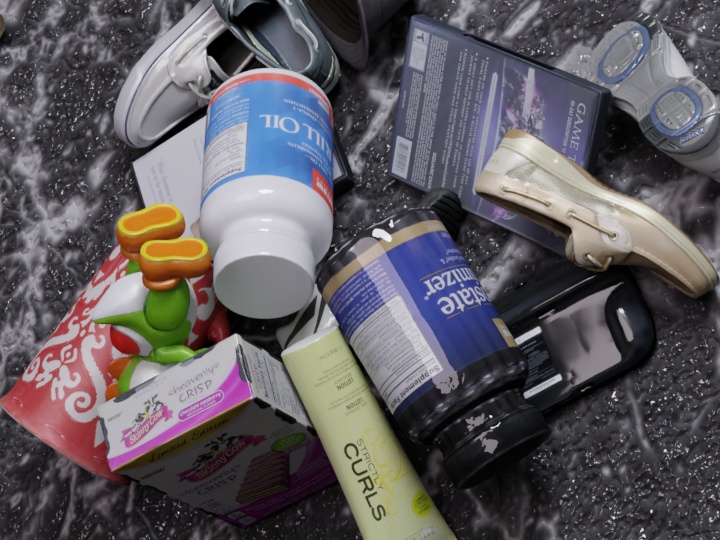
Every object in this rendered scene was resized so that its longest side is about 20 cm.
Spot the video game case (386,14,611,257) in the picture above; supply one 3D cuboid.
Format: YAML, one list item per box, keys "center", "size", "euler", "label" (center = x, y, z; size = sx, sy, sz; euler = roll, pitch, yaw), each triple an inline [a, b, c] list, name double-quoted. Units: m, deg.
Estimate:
- center: [0.109, -0.112, 1.643]
  size: [0.199, 0.019, 0.144]
  euler: [26, 119, 34]
  label: "video game case"

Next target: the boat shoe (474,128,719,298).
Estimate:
- center: [0.181, -0.030, 1.546]
  size: [0.199, 0.072, 0.065]
  euler: [34, 81, 4]
  label: "boat shoe"

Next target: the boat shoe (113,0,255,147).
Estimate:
- center: [-0.143, -0.186, 1.837]
  size: [0.200, 0.072, 0.066]
  euler: [-47, 50, -4]
  label: "boat shoe"

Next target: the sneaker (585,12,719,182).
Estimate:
- center: [0.242, -0.131, 1.588]
  size: [0.074, 0.087, 0.200]
  euler: [-39, 38, 13]
  label: "sneaker"

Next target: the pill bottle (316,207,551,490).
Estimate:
- center: [0.059, 0.062, 1.542]
  size: [0.112, 0.112, 0.201]
  euler: [-35, 75, 13]
  label: "pill bottle"

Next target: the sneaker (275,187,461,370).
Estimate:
- center: [0.000, 0.000, 1.672]
  size: [0.088, 0.074, 0.200]
  euler: [40, 93, 33]
  label: "sneaker"

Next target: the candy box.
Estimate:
- center: [-0.096, 0.133, 1.597]
  size: [0.136, 0.200, 0.061]
  euler: [-28, 59, 18]
  label: "candy box"

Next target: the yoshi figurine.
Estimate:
- center: [-0.141, 0.051, 1.618]
  size: [0.111, 0.201, 0.112]
  euler: [15, 35, 18]
  label: "yoshi figurine"

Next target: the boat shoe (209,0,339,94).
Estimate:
- center: [-0.092, -0.239, 1.772]
  size: [0.073, 0.062, 0.200]
  euler: [-39, 76, 8]
  label: "boat shoe"

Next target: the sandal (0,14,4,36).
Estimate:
- center: [-0.438, -0.268, 2.047]
  size: [0.200, 0.054, 0.080]
  euler: [39, 92, 35]
  label: "sandal"

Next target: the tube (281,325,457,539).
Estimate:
- center: [0.005, 0.141, 1.561]
  size: [0.058, 0.052, 0.201]
  euler: [-24, 94, 14]
  label: "tube"

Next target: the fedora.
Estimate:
- center: [-0.004, -0.276, 1.753]
  size: [0.090, 0.178, 0.200]
  euler: [-26, 38, -14]
  label: "fedora"

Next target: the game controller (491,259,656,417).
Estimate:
- center: [0.136, 0.064, 1.595]
  size: [0.199, 0.042, 0.105]
  euler: [-30, 73, 17]
  label: "game controller"

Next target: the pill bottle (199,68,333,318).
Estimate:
- center: [-0.077, -0.062, 1.669]
  size: [0.112, 0.112, 0.201]
  euler: [-20, 47, 22]
  label: "pill bottle"

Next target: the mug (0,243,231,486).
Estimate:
- center: [-0.184, 0.077, 1.733]
  size: [0.201, 0.177, 0.133]
  euler: [-57, 21, -2]
  label: "mug"

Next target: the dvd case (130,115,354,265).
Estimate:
- center: [-0.109, -0.088, 1.805]
  size: [0.199, 0.018, 0.143]
  euler: [-31, 58, 16]
  label: "dvd case"
